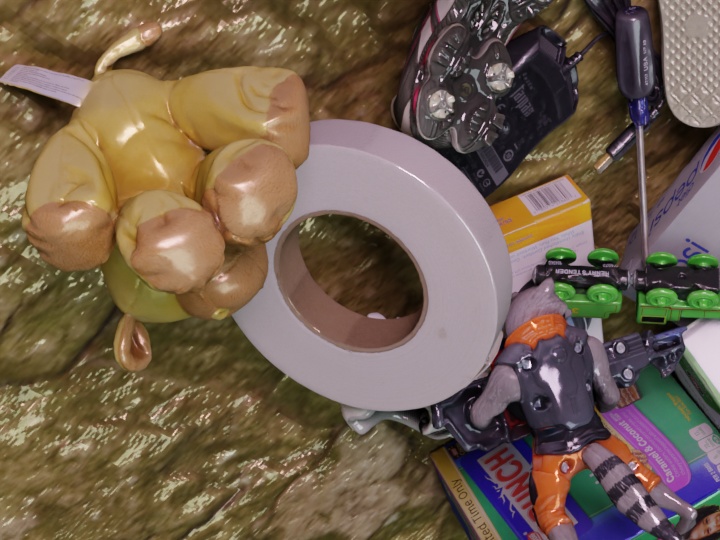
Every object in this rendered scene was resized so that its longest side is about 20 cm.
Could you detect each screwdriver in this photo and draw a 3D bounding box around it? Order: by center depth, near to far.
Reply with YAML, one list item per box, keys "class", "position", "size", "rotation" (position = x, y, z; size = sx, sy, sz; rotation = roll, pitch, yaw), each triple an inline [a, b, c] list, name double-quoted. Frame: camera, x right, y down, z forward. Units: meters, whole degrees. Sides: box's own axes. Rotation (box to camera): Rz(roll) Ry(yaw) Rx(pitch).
- class: "screwdriver"
  position: [0.193, -0.087, 1.086]
  size: [0.029, 0.028, 0.202]
  rotation: [-47, 137, -40]

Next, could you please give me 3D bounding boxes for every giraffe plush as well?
- class: "giraffe plush"
  position: [-0.116, -0.027, 0.935]
  size: [0.172, 0.199, 0.163]
  rotation: [-41, 143, -26]

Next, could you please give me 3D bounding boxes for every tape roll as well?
- class: "tape roll"
  position: [0.000, 0.000, 1.016]
  size: [0.201, 0.037, 0.205]
  rotation: [12, 127, 17]

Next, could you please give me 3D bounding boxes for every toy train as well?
- class: "toy train"
  position: [0.219, 0.015, 1.109]
  size: [0.198, 0.042, 0.057]
  rotation: [3, 151, 7]

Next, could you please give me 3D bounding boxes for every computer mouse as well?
- class: "computer mouse"
  position: [0.120, -0.105, 1.077]
  size: [0.200, 0.046, 0.141]
  rotation: [-46, 128, -4]

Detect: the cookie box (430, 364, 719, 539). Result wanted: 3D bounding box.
- class: "cookie box"
  position: [0.178, 0.169, 1.229]
  size: [0.199, 0.172, 0.076]
  rotation: [-28, 130, -5]

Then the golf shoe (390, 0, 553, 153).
- class: "golf shoe"
  position: [0.074, -0.172, 0.986]
  size: [0.077, 0.088, 0.201]
  rotation: [29, 86, -26]

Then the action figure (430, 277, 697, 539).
- class: "action figure"
  position: [0.160, 0.092, 1.049]
  size: [0.199, 0.195, 0.105]
  rotation: [-24, 170, -18]

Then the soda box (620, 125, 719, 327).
- class: "soda box"
  position: [0.258, -0.046, 1.116]
  size: [0.068, 0.064, 0.200]
  rotation: [28, 138, -4]

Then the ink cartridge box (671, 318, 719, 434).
- class: "ink cartridge box"
  position: [0.310, 0.105, 1.213]
  size: [0.083, 0.147, 0.200]
  rotation: [-34, 165, 1]

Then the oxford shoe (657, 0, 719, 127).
- class: "oxford shoe"
  position: [0.232, -0.196, 1.050]
  size: [0.058, 0.074, 0.202]
  rotation: [-42, 134, -55]

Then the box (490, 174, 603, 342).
- class: "box"
  position: [0.120, 0.034, 1.186]
  size: [0.118, 0.042, 0.201]
  rotation: [-22, 134, -10]

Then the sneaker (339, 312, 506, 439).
- class: "sneaker"
  position: [0.077, 0.082, 1.119]
  size: [0.198, 0.082, 0.076]
  rotation: [1, 140, -4]
